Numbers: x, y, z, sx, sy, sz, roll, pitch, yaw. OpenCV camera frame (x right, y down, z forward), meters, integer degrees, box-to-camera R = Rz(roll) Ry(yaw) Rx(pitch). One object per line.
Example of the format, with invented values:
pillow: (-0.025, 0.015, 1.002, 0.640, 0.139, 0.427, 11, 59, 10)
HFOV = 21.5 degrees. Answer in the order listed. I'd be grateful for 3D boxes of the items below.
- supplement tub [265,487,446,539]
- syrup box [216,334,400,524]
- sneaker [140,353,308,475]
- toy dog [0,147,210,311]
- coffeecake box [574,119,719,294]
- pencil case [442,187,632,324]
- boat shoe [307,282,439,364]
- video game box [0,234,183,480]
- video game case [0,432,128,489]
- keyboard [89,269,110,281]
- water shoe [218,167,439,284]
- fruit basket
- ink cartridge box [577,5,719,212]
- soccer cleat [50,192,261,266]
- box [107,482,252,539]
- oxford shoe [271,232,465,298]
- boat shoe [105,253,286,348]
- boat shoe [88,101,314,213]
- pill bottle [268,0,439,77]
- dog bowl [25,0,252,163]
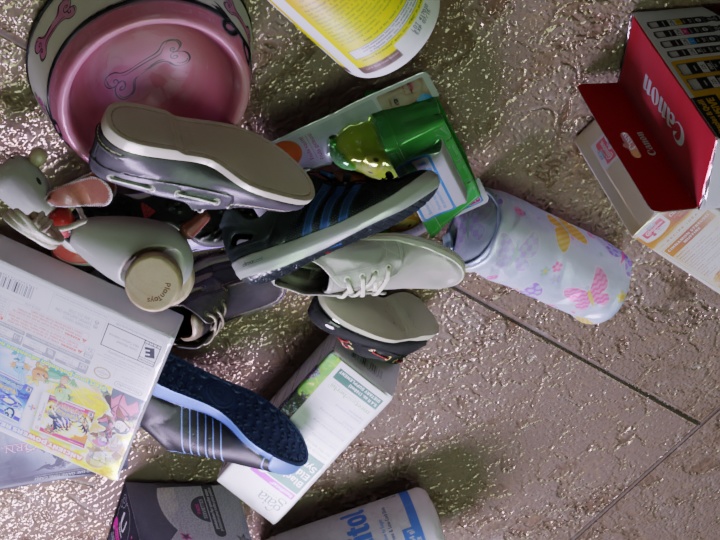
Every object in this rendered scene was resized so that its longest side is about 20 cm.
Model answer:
supplement tub: (-0.003, 0.328, 2.072, 0.198, 0.132, 0.133, -19, 134, -5)
syrup box: (-0.053, 0.155, 1.918, 0.079, 0.082, 0.200, 38, 112, -9)
sneaker: (-0.149, 0.152, 1.854, 0.199, 0.070, 0.078, 32, 126, -10)
toy dog: (-0.209, -0.047, 1.622, 0.199, 0.132, 0.097, 34, 94, -24)
coffeecake box: (0.317, -0.063, 1.827, 0.199, 0.154, 0.073, 29, 116, -37)
pencil case: (0.176, -0.011, 1.870, 0.199, 0.083, 0.091, 21, 125, -34)
boat shoe: (0.005, 0.055, 1.837, 0.063, 0.074, 0.201, -38, 158, 19)
video game box: (-0.282, 0.080, 1.733, 0.199, 0.047, 0.183, 24, 120, -3)
video game case: (-0.295, 0.134, 1.861, 0.142, 0.019, 0.201, -8, 133, -18)
keyboard: (-0.289, 0.051, 1.805, 0.199, 0.011, 0.056, -33, 138, 10)
water shoe: (-0.029, -0.059, 1.658, 0.199, 0.079, 0.072, -24, 174, 0)
fruit basket: (0.004, -0.076, 1.737, 0.199, 0.094, 0.186, -28, 134, 2)
ink cartridge box: (0.313, -0.149, 1.715, 0.174, 0.201, 0.084, -7, 132, -16)
soccer cleat: (-0.188, -0.040, 1.733, 0.198, 0.069, 0.073, -7, 161, -24)
box: (-0.177, 0.327, 1.958, 0.131, 0.201, 0.115, 4, 130, -23)
oxford shoe: (0.000, 0.000, 1.739, 0.198, 0.058, 0.075, 8, 143, -14)
boat shoe: (-0.160, 0.041, 1.792, 0.198, 0.074, 0.075, -13, 137, -15)
boat shoe: (-0.135, -0.084, 1.601, 0.199, 0.073, 0.063, 16, 130, -26)
pill bottle: (-0.030, -0.254, 1.559, 0.109, 0.110, 0.200, -38, 132, 15)
dog bowl: (-0.180, -0.165, 1.607, 0.198, 0.074, 0.201, -10, 132, -11)
